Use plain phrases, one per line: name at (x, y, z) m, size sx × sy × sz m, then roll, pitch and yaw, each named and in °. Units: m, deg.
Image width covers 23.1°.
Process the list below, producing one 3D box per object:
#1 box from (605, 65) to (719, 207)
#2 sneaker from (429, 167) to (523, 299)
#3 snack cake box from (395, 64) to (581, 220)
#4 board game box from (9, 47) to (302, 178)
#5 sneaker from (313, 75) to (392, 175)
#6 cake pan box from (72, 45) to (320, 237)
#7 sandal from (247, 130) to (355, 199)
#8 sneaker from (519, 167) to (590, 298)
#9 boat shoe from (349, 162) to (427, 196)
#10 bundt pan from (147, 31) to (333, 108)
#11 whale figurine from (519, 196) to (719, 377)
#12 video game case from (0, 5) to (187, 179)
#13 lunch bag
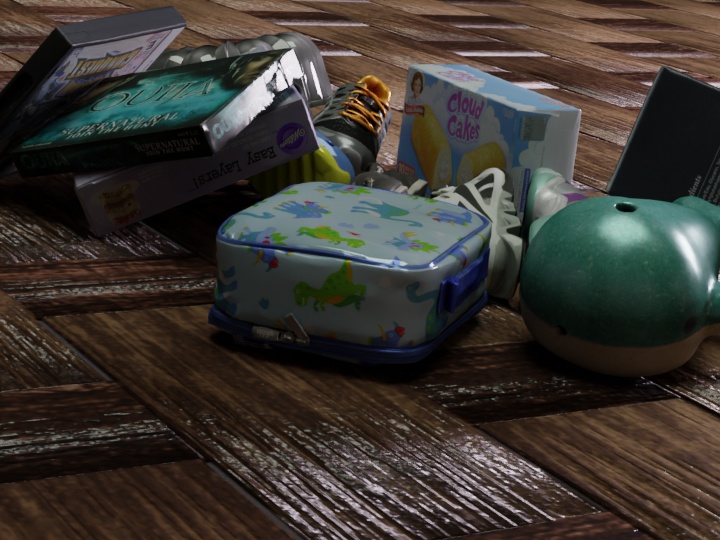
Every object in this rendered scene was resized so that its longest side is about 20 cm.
box at (0.304, -0.066, 1.347) m, size 0.199 × 0.108 × 0.148 m, roll 24°, pitch 7°, yaw 10°
sneaker at (0.073, -0.038, 1.352) m, size 0.088 × 0.075 × 0.200 m, roll 7°, pitch 15°, yaw -2°
snack cake box at (0.107, -0.106, 1.531) m, size 0.067 × 0.116 × 0.200 m, roll -2°, pitch 17°, yaw -26°
board game box at (-0.159, -0.122, 1.368) m, size 0.199 × 0.028 × 0.135 m, roll -4°, pitch 29°, yaw 35°
sneaker at (-0.008, -0.135, 1.629) m, size 0.078 × 0.077 × 0.200 m, roll 34°, pitch 13°, yaw -10°
cake pan box at (-0.139, -0.111, 1.425) m, size 0.199 × 0.053 × 0.184 m, roll -23°, pitch 25°, yaw -6°
sandal at (-0.067, -0.098, 1.523) m, size 0.087 × 0.080 × 0.200 m, roll -2°, pitch 18°, yaw -41°
sneaker at (0.191, -0.015, 1.333) m, size 0.139 × 0.078 × 0.200 m, roll 8°, pitch 25°, yaw 2°
boat shoe at (0.008, -0.048, 1.374) m, size 0.057 × 0.067 × 0.200 m, roll 21°, pitch 11°, yaw 7°
bundt pan at (-0.128, -0.188, 1.727) m, size 0.201 × 0.076 × 0.202 m, roll -9°, pitch 9°, yaw 1°
whale figurine at (0.195, -0.012, 1.182) m, size 0.159 × 0.104 × 0.200 m, roll 27°, pitch 41°, yaw 36°
video game case at (-0.250, -0.144, 1.472) m, size 0.026 × 0.181 × 0.200 m, roll 49°, pitch 24°, yaw 4°
lunch bag at (0.000, 0.000, 1.175) m, size 0.160 × 0.083 × 0.200 m, roll 9°, pitch 16°, yaw 16°
